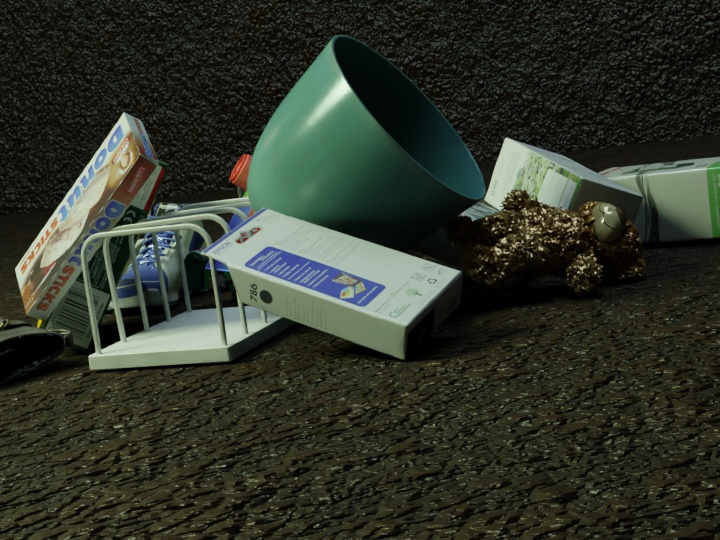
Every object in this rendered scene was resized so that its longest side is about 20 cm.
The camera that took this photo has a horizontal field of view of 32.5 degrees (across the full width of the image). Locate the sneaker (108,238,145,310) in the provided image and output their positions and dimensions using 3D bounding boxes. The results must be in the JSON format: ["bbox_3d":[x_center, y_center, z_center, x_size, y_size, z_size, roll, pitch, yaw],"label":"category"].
[{"bbox_3d":[-0.321,0.004,1.524,0.099,0.071,0.200,0,14,16],"label":"sneaker"}]

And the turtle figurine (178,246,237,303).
[{"bbox_3d":[-0.120,-0.022,1.453,0.149,0.101,0.200,-4,14,25],"label":"turtle figurine"}]

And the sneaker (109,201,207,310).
[{"bbox_3d":[-0.237,-0.021,1.464,0.080,0.115,0.199,-6,8,22],"label":"sneaker"}]

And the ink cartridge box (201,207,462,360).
[{"bbox_3d":[-0.025,0.007,1.031,0.200,0.039,0.099,20,36,25],"label":"ink cartridge box"}]

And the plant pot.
[{"bbox_3d":[-0.010,-0.092,1.156,0.161,0.201,0.201,-41,-4,21],"label":"plant pot"}]

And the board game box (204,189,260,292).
[{"bbox_3d":[-0.079,-0.039,1.367,0.134,0.029,0.200,7,36,9],"label":"board game box"}]

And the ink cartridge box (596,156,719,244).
[{"bbox_3d":[0.365,-0.081,1.417,0.200,0.084,0.146,-4,8,30],"label":"ink cartridge box"}]

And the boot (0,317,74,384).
[{"bbox_3d":[-0.385,0.074,1.127,0.200,0.069,0.174,-22,23,-36],"label":"boot"}]

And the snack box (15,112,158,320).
[{"bbox_3d":[-0.257,-0.048,1.150,0.024,0.200,0.072,23,25,-38],"label":"snack box"}]

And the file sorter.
[{"bbox_3d":[-0.152,0.007,1.153,0.139,0.125,0.200,-6,9,19],"label":"file sorter"}]

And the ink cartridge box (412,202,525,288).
[{"bbox_3d":[0.094,-0.048,1.326,0.200,0.041,0.200,20,15,11],"label":"ink cartridge box"}]

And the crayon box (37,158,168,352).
[{"bbox_3d":[-0.265,-0.030,1.267,0.058,0.200,0.173,24,1,-14],"label":"crayon box"}]

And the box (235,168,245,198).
[{"bbox_3d":[-0.061,-0.084,1.665,0.200,0.137,0.040,-9,5,-8],"label":"box"}]

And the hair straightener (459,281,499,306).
[{"bbox_3d":[0.061,0.016,1.145,0.077,0.041,0.200,12,18,38],"label":"hair straightener"}]

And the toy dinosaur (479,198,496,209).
[{"bbox_3d":[0.163,-0.064,1.530,0.200,0.077,0.102,-7,14,23],"label":"toy dinosaur"}]

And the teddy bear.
[{"bbox_3d":[0.176,-0.030,1.170,0.200,0.067,0.145,5,27,-1],"label":"teddy bear"}]

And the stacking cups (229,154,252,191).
[{"bbox_3d":[-0.064,-0.083,1.524,0.200,0.061,0.060,32,-3,-16],"label":"stacking cups"}]

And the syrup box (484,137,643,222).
[{"bbox_3d":[0.217,-0.079,1.349,0.081,0.079,0.200,14,13,-20],"label":"syrup box"}]
